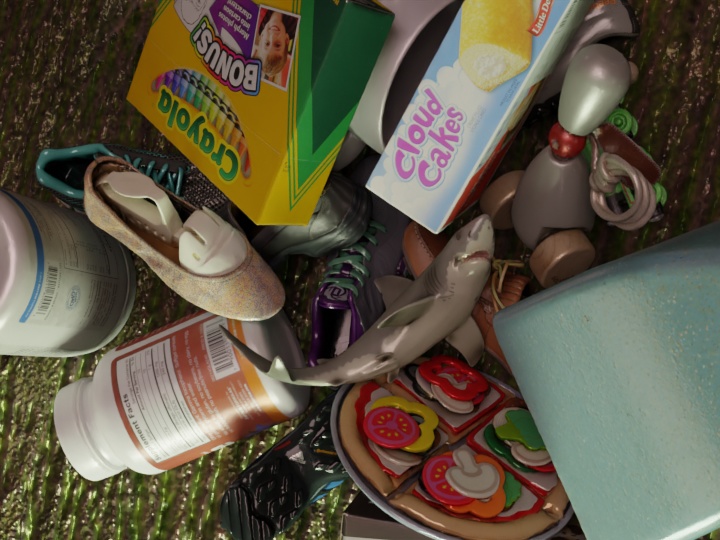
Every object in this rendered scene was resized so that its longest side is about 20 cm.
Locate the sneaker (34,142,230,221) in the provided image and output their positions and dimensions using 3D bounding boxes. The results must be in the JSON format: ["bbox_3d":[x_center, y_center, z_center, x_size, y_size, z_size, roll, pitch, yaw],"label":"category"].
[{"bbox_3d":[-0.196,-0.074,0.964,0.196,0.091,0.079,4,86,14],"label":"sneaker"}]

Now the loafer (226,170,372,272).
[{"bbox_3d":[-0.085,-0.039,0.917,0.198,0.072,0.074,-25,45,31],"label":"loafer"}]

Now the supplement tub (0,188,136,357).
[{"bbox_3d":[-0.286,0.005,0.922,0.129,0.200,0.135,-1,84,13],"label":"supplement tub"}]

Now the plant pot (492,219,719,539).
[{"bbox_3d":[0.246,0.061,0.743,0.194,0.200,0.199,-18,78,-31],"label":"plant pot"}]

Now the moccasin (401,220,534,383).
[{"bbox_3d":[0.114,0.028,0.876,0.202,0.073,0.078,47,121,14],"label":"moccasin"}]

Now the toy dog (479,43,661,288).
[{"bbox_3d":[0.168,-0.076,0.815,0.095,0.200,0.134,-18,77,-27],"label":"toy dog"}]

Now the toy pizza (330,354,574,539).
[{"bbox_3d":[0.074,0.125,0.830,0.198,0.200,0.032,28,123,14],"label":"toy pizza"}]

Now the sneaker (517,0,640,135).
[{"bbox_3d":[0.136,-0.144,0.872,0.080,0.074,0.201,50,120,17],"label":"sneaker"}]

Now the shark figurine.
[{"bbox_3d":[0.010,0.038,0.846,0.212,0.129,0.090,-28,46,-4],"label":"shark figurine"}]

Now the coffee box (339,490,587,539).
[{"bbox_3d":[0.090,0.220,0.845,0.196,0.113,0.082,7,99,14],"label":"coffee box"}]

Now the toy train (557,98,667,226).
[{"bbox_3d":[0.191,-0.128,0.900,0.056,0.042,0.203,-23,79,21],"label":"toy train"}]

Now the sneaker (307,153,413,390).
[{"bbox_3d":[0.000,0.000,0.909,0.073,0.087,0.204,8,87,14],"label":"sneaker"}]

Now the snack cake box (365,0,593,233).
[{"bbox_3d":[0.092,-0.137,0.796,0.067,0.115,0.202,32,114,8],"label":"snack cake box"}]

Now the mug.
[{"bbox_3d":[-0.011,-0.173,0.901,0.175,0.147,0.202,37,99,26],"label":"mug"}]

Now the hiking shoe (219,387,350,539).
[{"bbox_3d":[-0.034,0.147,0.910,0.198,0.087,0.075,-30,92,-14],"label":"hiking shoe"}]

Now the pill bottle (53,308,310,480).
[{"bbox_3d":[-0.150,0.101,0.925,0.197,0.112,0.114,-23,80,11],"label":"pill bottle"}]

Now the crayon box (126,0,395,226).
[{"bbox_3d":[-0.084,-0.160,0.839,0.200,0.058,0.175,42,116,36],"label":"crayon box"}]

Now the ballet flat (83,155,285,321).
[{"bbox_3d":[-0.144,-0.029,0.868,0.198,0.068,0.068,29,55,16],"label":"ballet flat"}]
